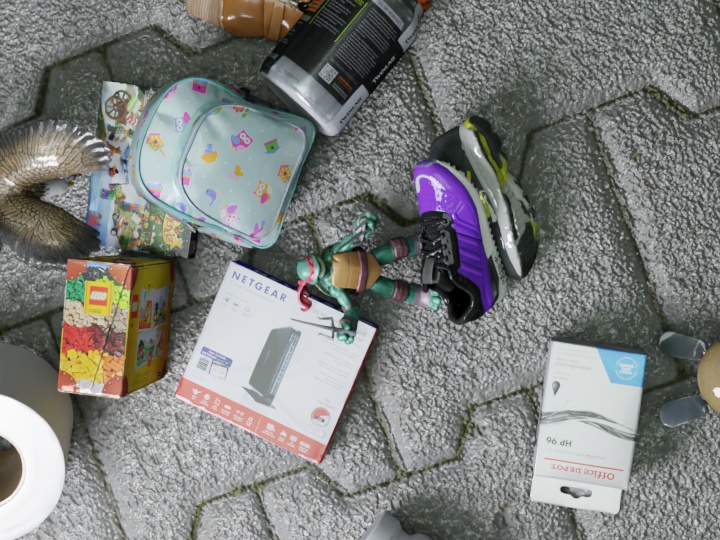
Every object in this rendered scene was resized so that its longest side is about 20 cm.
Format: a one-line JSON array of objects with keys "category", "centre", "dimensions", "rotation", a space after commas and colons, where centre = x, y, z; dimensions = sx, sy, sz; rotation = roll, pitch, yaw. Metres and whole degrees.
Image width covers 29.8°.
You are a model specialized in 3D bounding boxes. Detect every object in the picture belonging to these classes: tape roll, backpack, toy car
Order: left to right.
[{"category": "tape roll", "centre": [-0.447, 0.205, 1.614], "dimensions": [0.200, 0.139, 0.206], "rotation": [-2, 111, -6]}, {"category": "backpack", "centre": [-0.167, -0.131, 1.571], "dimensions": [0.198, 0.153, 0.178], "rotation": [22, 93, -12]}, {"category": "toy car", "centre": [0.439, 0.120, 1.542], "dimensions": [0.197, 0.158, 0.167], "rotation": [-1, 80, 19]}]

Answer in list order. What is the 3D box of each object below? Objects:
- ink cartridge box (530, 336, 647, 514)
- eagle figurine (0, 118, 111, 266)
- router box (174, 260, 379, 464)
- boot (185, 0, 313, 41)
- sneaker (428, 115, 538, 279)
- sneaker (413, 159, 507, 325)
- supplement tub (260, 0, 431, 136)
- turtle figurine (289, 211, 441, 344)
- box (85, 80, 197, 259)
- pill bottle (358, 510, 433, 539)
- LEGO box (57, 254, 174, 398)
[{"category": "ink cartridge box", "centre": [0.267, 0.187, 1.596], "dimensions": [0.114, 0.068, 0.203], "rotation": [7, 93, 7]}, {"category": "eagle figurine", "centre": [-0.397, -0.097, 1.624], "dimensions": [0.151, 0.199, 0.153], "rotation": [-46, 123, -29]}, {"category": "router box", "centre": [-0.101, 0.110, 1.646], "dimensions": [0.198, 0.049, 0.182], "rotation": [24, 95, 6]}, {"category": "boot", "centre": [-0.115, -0.377, 1.616], "dimensions": [0.153, 0.077, 0.203], "rotation": [17, 96, 8]}, {"category": "sneaker", "centre": [0.147, -0.082, 1.609], "dimensions": [0.084, 0.074, 0.202], "rotation": [-17, 98, 35]}, {"category": "sneaker", "centre": [0.101, -0.026, 1.558], "dimensions": [0.099, 0.069, 0.202], "rotation": [-40, 115, -35]}, {"category": "supplement tub", "centre": [-0.014, -0.268, 1.579], "dimensions": [0.122, 0.123, 0.201], "rotation": [40, 87, 4]}, {"category": "turtle figurine", "centre": [0.000, 0.000, 1.580], "dimensions": [0.198, 0.100, 0.152], "rotation": [-3, 108, -28]}, {"category": "box", "centre": [-0.260, -0.124, 1.663], "dimensions": [0.135, 0.038, 0.203], "rotation": [8, 93, 6]}, {"category": "pill bottle", "centre": [0.076, 0.387, 1.601], "dimensions": [0.199, 0.116, 0.116], "rotation": [40, 96, 3]}, {"category": "LEGO box", "centre": [-0.283, 0.060, 1.591], "dimensions": [0.076, 0.200, 0.151], "rotation": [5, 92, 6]}]
